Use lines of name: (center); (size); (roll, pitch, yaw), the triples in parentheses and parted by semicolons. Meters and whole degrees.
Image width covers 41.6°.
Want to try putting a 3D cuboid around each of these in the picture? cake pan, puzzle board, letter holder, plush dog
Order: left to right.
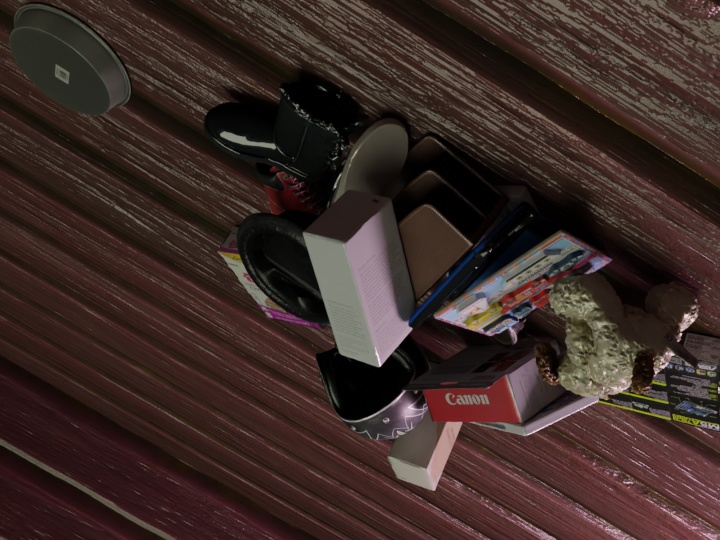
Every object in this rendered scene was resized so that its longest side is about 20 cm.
cake pan: (-0.437, -0.306, 1.411); (0.199, 0.037, 0.201); (22, 152, 12)
letter holder: (0.072, -0.061, 1.235); (0.142, 0.101, 0.200); (41, 144, 0)
puzzle board: (0.209, 0.024, 1.207); (0.199, 0.018, 0.150); (-36, 150, 25)
plush dog: (0.321, 0.108, 1.211); (0.198, 0.162, 0.172); (6, 150, -11)

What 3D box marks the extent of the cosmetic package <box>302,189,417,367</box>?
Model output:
cosmetic package: (0.004, 0.011, 1.204); (0.071, 0.101, 0.201); (15, 134, 35)

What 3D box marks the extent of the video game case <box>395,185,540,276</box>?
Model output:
video game case: (0.168, -0.048, 1.297); (0.199, 0.023, 0.183); (5, 144, 39)

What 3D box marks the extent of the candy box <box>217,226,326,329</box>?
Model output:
candy box: (-0.142, 0.015, 1.651); (0.135, 0.061, 0.201); (9, 146, 33)

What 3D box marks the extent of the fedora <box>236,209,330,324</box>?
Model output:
fedora: (-0.076, -0.020, 1.349); (0.199, 0.092, 0.202); (22, 138, 21)

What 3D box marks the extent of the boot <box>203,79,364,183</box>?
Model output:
boot: (-0.103, -0.195, 1.247); (0.197, 0.074, 0.163); (24, 156, -7)

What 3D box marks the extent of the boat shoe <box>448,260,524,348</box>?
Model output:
boat shoe: (0.181, 0.050, 1.373); (0.073, 0.061, 0.200); (7, 157, 35)

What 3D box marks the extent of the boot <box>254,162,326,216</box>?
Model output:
boot: (-0.061, -0.101, 1.373); (0.199, 0.073, 0.145); (19, 150, 26)

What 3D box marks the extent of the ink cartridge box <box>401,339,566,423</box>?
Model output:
ink cartridge box: (0.194, 0.184, 1.485); (0.199, 0.175, 0.085); (-11, 101, 52)

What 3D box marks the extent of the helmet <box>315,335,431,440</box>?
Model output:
helmet: (0.033, 0.190, 1.610); (0.192, 0.199, 0.200); (59, 153, 7)

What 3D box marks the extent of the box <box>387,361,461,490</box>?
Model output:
box: (0.127, 0.276, 1.689); (0.077, 0.201, 0.095); (13, 150, 24)

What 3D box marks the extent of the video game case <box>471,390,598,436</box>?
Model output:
video game case: (0.261, 0.215, 1.499); (0.200, 0.142, 0.018); (-3, 105, 67)

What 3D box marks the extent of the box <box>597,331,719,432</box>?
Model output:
box: (0.427, 0.149, 1.366); (0.199, 0.048, 0.194); (11, 150, 30)

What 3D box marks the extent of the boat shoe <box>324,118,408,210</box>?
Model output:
boat shoe: (-0.001, -0.134, 1.259); (0.074, 0.093, 0.201); (13, 126, -22)

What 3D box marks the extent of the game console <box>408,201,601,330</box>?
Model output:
game console: (0.184, 0.020, 1.219); (0.118, 0.171, 0.200); (44, 135, 6)
